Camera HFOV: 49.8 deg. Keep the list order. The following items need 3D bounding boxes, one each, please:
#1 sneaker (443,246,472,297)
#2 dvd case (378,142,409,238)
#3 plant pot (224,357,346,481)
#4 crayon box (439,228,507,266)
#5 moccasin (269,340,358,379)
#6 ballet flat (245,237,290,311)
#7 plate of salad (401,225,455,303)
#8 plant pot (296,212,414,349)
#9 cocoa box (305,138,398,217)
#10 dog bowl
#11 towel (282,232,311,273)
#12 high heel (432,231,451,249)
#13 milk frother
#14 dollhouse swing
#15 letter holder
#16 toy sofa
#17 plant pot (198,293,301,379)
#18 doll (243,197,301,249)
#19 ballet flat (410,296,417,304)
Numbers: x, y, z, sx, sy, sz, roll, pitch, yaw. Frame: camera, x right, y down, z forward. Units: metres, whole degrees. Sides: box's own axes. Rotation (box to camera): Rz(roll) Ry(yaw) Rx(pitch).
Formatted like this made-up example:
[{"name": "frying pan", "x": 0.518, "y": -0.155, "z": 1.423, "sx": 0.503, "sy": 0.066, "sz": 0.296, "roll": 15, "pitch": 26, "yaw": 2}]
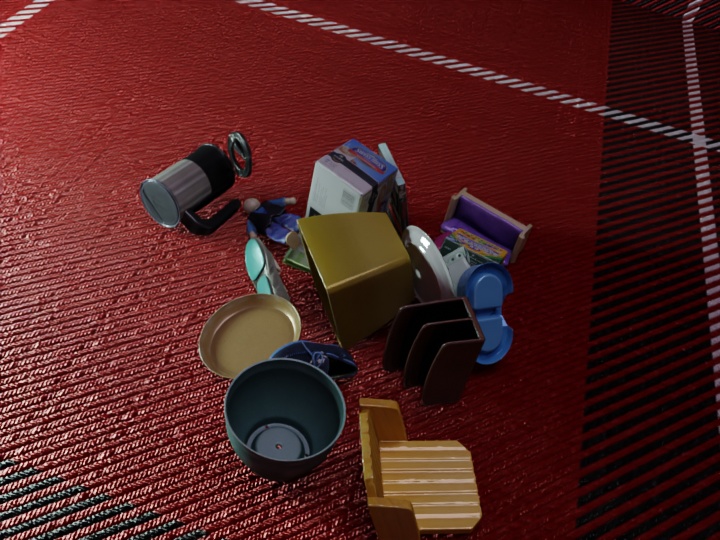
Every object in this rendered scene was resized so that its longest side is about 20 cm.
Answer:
[{"name": "sneaker", "x": 0.159, "y": -0.021, "z": 1.605, "sx": 0.200, "sy": 0.118, "sz": 0.074, "roll": 46, "pitch": 7, "yaw": 22}, {"name": "dvd case", "x": 0.078, "y": -0.166, "z": 1.753, "sx": 0.022, "sy": 0.201, "sz": 0.147, "roll": -17, "pitch": 48, "yaw": -5}, {"name": "plant pot", "x": -0.133, "y": 0.268, "z": 1.301, "sx": 0.198, "sy": 0.135, "sz": 0.201, "roll": 8, "pitch": 43, "yaw": -7}, {"name": "crayon box", "x": 0.251, "y": -0.038, "z": 1.706, "sx": 0.125, "sy": 0.052, "sz": 0.200, "roll": 27, "pitch": 15, "yaw": 11}, {"name": "moccasin", "x": -0.079, "y": 0.168, "z": 1.415, "sx": 0.199, "sy": 0.081, "sz": 0.068, "roll": -4, "pitch": 28, "yaw": -46}, {"name": "ballet flat", "x": -0.190, "y": 0.017, "z": 1.606, "sx": 0.063, "sy": 0.067, "sz": 0.201, "roll": 18, "pitch": 36, "yaw": -38}, {"name": "plate of salad", "x": 0.137, "y": 0.005, "z": 1.499, "sx": 0.048, "sy": 0.201, "sz": 0.201, "roll": -22, "pitch": 53, "yaw": -17}, {"name": "plant pot", "x": 0.000, "y": 0.000, "z": 1.525, "sx": 0.175, "sy": 0.201, "sz": 0.201, "roll": -21, "pitch": 51, "yaw": -7}, {"name": "cocoa box", "x": -0.024, "y": -0.152, "z": 1.671, "sx": 0.133, "sy": 0.201, "sz": 0.131, "roll": 36, "pitch": 49, "yaw": 19}, {"name": "dog bowl", "x": 0.243, "y": 0.082, "z": 1.537, "sx": 0.110, "sy": 0.202, "sz": 0.049, "roll": -6, "pitch": 10, "yaw": -24}, {"name": "towel", "x": -0.071, "y": -0.062, "z": 1.729, "sx": 0.148, "sy": 0.031, "sz": 0.201, "roll": 19, "pitch": 44, "yaw": 6}, {"name": "high heel", "x": 0.127, "y": -0.046, "z": 1.732, "sx": 0.096, "sy": 0.068, "sz": 0.200, "roll": 38, "pitch": 51, "yaw": 9}, {"name": "milk frother", "x": -0.346, "y": -0.202, "z": 1.679, "sx": 0.180, "sy": 0.201, "sz": 0.188, "roll": 33, "pitch": 47, "yaw": 14}, {"name": "dollhouse swing", "x": 0.101, "y": 0.327, "z": 1.288, "sx": 0.174, "sy": 0.183, "sz": 0.201, "roll": -9, "pitch": 44, "yaw": 5}, {"name": "letter holder", "x": 0.126, "y": 0.156, "z": 1.430, "sx": 0.141, "sy": 0.201, "sz": 0.101, "roll": -6, "pitch": 50, "yaw": -16}, {"name": "toy sofa", "x": 0.292, "y": -0.101, "z": 1.824, "sx": 0.199, "sy": 0.083, "sz": 0.097, "roll": 33, "pitch": 45, "yaw": 18}, {"name": "plant pot", "x": -0.206, "y": 0.128, "z": 1.465, "sx": 0.198, "sy": 0.028, "sz": 0.201, "roll": -7, "pitch": 46, "yaw": 7}, {"name": "doll", "x": -0.190, "y": -0.115, "z": 1.710, "sx": 0.199, "sy": 0.049, "sz": 0.137, "roll": 27, "pitch": 67, "yaw": 41}, {"name": "ballet flat", "x": 0.142, "y": 0.102, "z": 1.581, "sx": 0.199, "sy": 0.068, "sz": 0.076, "roll": 35, "pitch": 82, "yaw": 24}]
